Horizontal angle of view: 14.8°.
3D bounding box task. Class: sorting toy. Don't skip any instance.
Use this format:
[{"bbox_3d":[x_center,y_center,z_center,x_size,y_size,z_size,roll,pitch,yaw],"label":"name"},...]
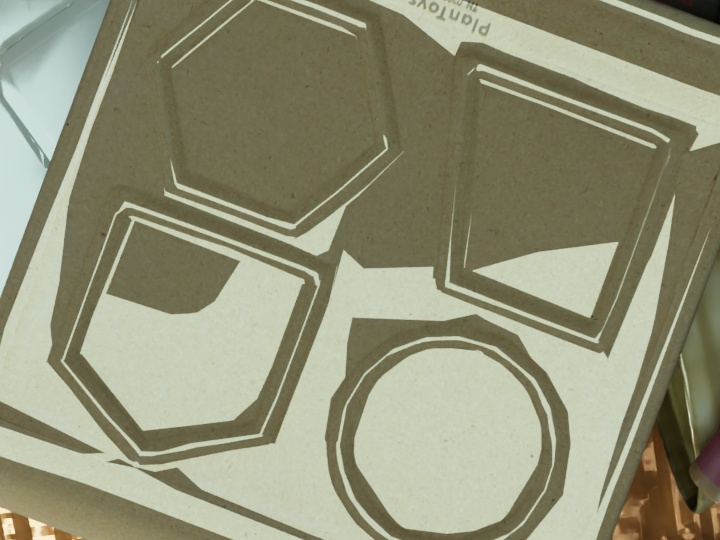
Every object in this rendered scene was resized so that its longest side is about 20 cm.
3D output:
[{"bbox_3d":[0.000,0.000,0.787,0.185,0.036,0.200,20,95,1],"label":"sorting toy"}]

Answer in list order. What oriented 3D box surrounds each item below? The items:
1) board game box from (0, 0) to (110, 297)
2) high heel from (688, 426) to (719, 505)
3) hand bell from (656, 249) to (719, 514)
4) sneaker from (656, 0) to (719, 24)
[{"bbox_3d":[-0.071,-0.052,0.813,0.200,0.026,0.200,10,92,-7],"label":"board game box"},{"bbox_3d":[0.198,0.064,0.787,0.200,0.067,0.096,27,105,-16],"label":"high heel"},{"bbox_3d":[0.186,0.001,0.842,0.200,0.104,0.104,-13,106,-1],"label":"hand bell"},{"bbox_3d":[0.125,-0.131,0.800,0.098,0.071,0.201,20,109,4],"label":"sneaker"}]
